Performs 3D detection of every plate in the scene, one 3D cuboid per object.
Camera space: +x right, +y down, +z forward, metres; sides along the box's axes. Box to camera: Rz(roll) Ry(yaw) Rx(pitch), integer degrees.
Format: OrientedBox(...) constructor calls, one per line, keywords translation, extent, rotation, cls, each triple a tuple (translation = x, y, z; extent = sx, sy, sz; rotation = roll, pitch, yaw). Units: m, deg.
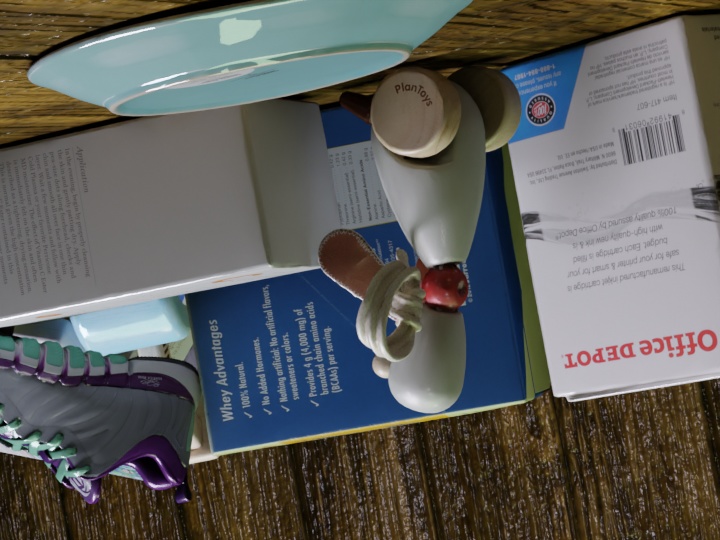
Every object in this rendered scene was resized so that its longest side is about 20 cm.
OrientedBox(translation=(-0.046, -0.093, 1.007), extent=(0.199, 0.026, 0.200), rotation=(-10, 179, 0), cls="plate")

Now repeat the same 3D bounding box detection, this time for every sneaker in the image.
OrientedBox(translation=(-0.185, 0.091, 1.368), extent=(0.199, 0.088, 0.074), rotation=(7, 161, -26), cls="sneaker")

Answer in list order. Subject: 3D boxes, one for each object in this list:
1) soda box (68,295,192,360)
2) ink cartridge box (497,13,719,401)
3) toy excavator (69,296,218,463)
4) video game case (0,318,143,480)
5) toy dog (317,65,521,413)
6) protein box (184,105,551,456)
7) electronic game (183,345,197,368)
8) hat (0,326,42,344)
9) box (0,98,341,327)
OrientedBox(translation=(-0.152, 0.021, 1.659), extent=(0.063, 0.068, 0.200), rotation=(-9, 140, -46), cls="soda box")
OrientedBox(translation=(0.172, -0.035, 1.330), extent=(0.145, 0.201, 0.084), rotation=(-12, 178, 45), cls="ink cartridge box")
OrientedBox(translation=(-0.146, 0.033, 1.539), extent=(0.099, 0.201, 0.194), rotation=(-10, 176, 7), cls="toy excavator")
OrientedBox(translation=(-0.241, 0.082, 1.615), extent=(0.181, 0.024, 0.200), rotation=(8, 150, 27), cls="video game case")
OrientedBox(translation=(0.021, -0.030, 1.304), extent=(0.096, 0.201, 0.132), rotation=(8, 164, 33), cls="toy dog")
OrientedBox(translation=(0.000, 0.000, 1.450), extent=(0.199, 0.200, 0.135), rotation=(-10, 178, 11), cls="protein box")
OrientedBox(translation=(-0.091, 0.015, 1.788), extent=(0.041, 0.201, 0.200), rotation=(20, 180, 2), cls="electronic game")
OrientedBox(translation=(-0.264, -0.002, 1.418), extent=(0.199, 0.081, 0.201), rotation=(16, 176, 1), cls="hat")
OrientedBox(translation=(-0.126, -0.032, 1.313), extent=(0.199, 0.098, 0.124), rotation=(-11, 178, 19), cls="box")
